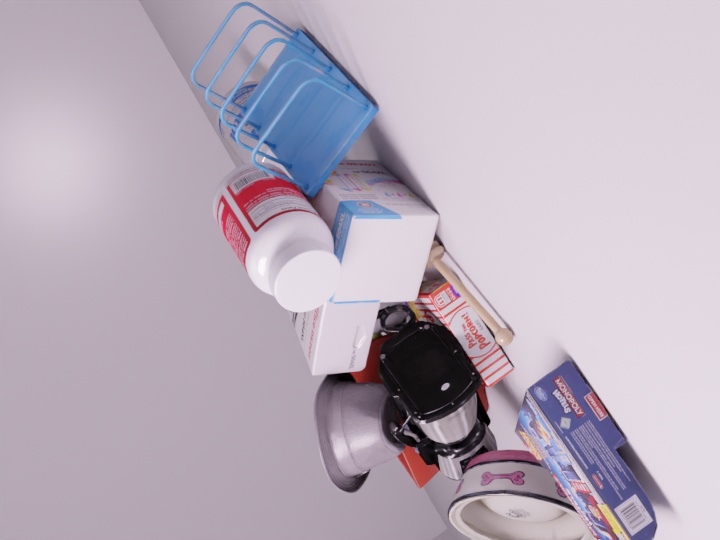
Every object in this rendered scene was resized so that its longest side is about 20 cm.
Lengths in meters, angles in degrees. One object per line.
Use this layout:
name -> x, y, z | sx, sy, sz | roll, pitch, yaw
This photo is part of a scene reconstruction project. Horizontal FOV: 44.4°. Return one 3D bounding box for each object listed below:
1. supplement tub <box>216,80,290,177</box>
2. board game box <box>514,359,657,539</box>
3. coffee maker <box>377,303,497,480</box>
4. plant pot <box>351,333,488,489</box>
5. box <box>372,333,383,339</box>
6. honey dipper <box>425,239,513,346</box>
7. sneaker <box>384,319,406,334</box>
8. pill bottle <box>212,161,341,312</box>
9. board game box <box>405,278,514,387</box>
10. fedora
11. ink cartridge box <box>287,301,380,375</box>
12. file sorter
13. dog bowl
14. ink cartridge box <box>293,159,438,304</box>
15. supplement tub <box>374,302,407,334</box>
supplement tub -> -0.162, -0.235, 1.562 | 0.200, 0.131, 0.132 | 50, 169, 41
board game box -> 0.249, 0.211, 1.015 | 0.201, 0.061, 0.200 | 57, 173, 8
coffee maker -> 0.109, 0.171, 1.243 | 0.201, 0.134, 0.193 | 67, -169, -50
plant pot -> 0.101, 0.206, 1.477 | 0.200, 0.176, 0.200 | 52, 171, 35
box -> 0.019, 0.146, 1.604 | 0.121, 0.048, 0.200 | 26, 166, 35
honey dipper -> 0.128, 0.020, 1.133 | 0.200, 0.038, 0.038 | 49, 169, 28
sneaker -> 0.025, 0.031, 1.666 | 0.201, 0.070, 0.080 | 62, -171, 2
pill bottle -> -0.100, -0.041, 1.078 | 0.200, 0.112, 0.113 | 52, 171, 47
board game box -> 0.135, 0.086, 1.276 | 0.152, 0.046, 0.200 | 57, 172, -2
fedora -> 0.010, 0.223, 1.269 | 0.200, 0.090, 0.178 | 16, -118, -73
ink cartridge box -> -0.050, 0.031, 1.281 | 0.201, 0.084, 0.147 | -117, 29, -47
file sorter -> -0.104, -0.217, 1.097 | 0.122, 0.139, 0.200 | 18, -154, -49
dog bowl -> 0.220, 0.311, 1.185 | 0.201, 0.198, 0.074 | 67, -151, -49
ink cartridge box -> -0.011, -0.061, 1.161 | 0.200, 0.128, 0.126 | 48, 132, 49
supplement tub -> 0.000, 0.000, 1.503 | 0.200, 0.122, 0.123 | 54, 171, 31
